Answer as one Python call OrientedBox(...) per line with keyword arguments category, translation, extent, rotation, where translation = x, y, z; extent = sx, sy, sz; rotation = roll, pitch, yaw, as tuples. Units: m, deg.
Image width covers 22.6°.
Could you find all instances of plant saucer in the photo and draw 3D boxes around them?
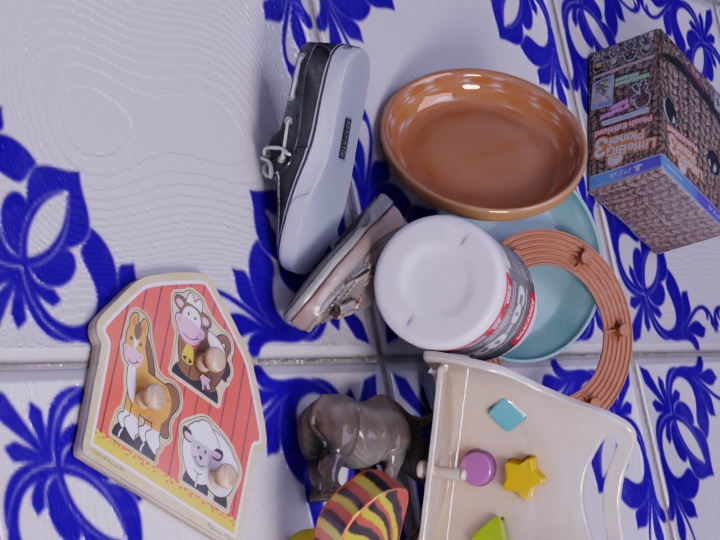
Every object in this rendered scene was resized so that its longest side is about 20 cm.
OrientedBox(category="plant saucer", translation=(0.146, -0.009, 1.754), extent=(0.199, 0.036, 0.201), rotation=(4, 81, -28))
OrientedBox(category="plant saucer", translation=(0.116, -0.115, 1.717), extent=(0.038, 0.199, 0.201), rotation=(100, 8, -46))

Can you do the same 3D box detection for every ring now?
OrientedBox(category="ring", translation=(0.185, 0.059, 1.736), extent=(0.200, 0.019, 0.202), rotation=(4, 82, -28))

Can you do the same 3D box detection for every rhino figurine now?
OrientedBox(category="rhino figurine", translation=(0.014, 0.148, 1.523), extent=(0.200, 0.060, 0.088), rotation=(8, 72, -56))

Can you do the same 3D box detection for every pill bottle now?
OrientedBox(category="pill bottle", translation=(0.091, 0.021, 1.582), extent=(0.200, 0.113, 0.114), rotation=(23, 55, -72))

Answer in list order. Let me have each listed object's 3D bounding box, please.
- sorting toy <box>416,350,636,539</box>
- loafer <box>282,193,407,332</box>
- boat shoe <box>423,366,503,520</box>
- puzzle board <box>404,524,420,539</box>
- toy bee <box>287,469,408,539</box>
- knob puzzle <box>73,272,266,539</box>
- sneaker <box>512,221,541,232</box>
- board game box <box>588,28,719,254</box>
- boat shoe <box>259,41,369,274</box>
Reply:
OrientedBox(category="sorting toy", translation=(0.137, 0.176, 1.511), extent=(0.107, 0.179, 0.201), rotation=(0, 97, -73))
OrientedBox(category="loafer", translation=(0.000, 0.000, 1.550), extent=(0.063, 0.072, 0.200), rotation=(42, 35, -3))
OrientedBox(category="boat shoe", translation=(0.115, 0.168, 1.626), extent=(0.067, 0.073, 0.201), rotation=(37, 34, -52))
OrientedBox(category="puzzle board", translation=(0.105, 0.274, 1.637), extent=(0.200, 0.017, 0.151), rotation=(-35, 105, -55))
OrientedBox(category="toy bee", translation=(-0.015, 0.259, 1.387), extent=(0.108, 0.131, 0.201), rotation=(-12, 96, -32))
OrientedBox(category="knob puzzle", translation=(-0.129, 0.086, 1.369), extent=(0.219, 0.030, 0.221), rotation=(30, 52, -46))
OrientedBox(category="sneaker", translation=(0.149, -0.086, 1.822), extent=(0.202, 0.067, 0.108), rotation=(57, 34, -27))
OrientedBox(category="board game box", translation=(0.348, -0.150, 2.114), extent=(0.159, 0.097, 0.201), rotation=(36, 47, -42))
OrientedBox(category="boat shoe", translation=(-0.049, -0.099, 1.537), extent=(0.074, 0.068, 0.200), rotation=(11, 90, -65))
